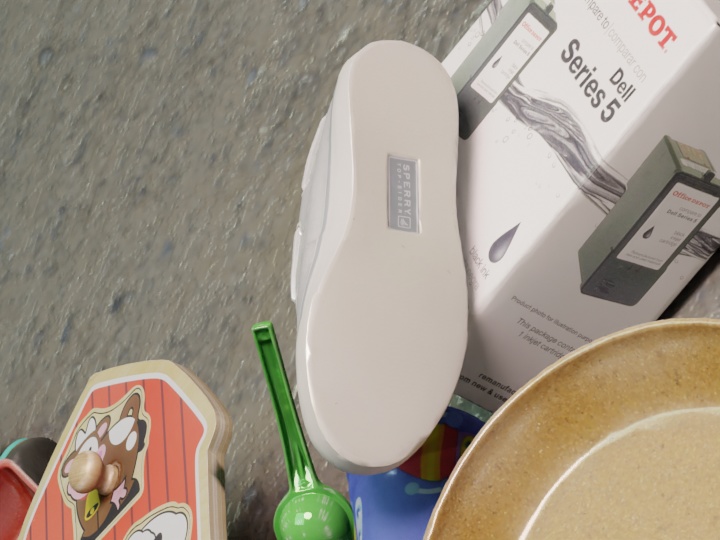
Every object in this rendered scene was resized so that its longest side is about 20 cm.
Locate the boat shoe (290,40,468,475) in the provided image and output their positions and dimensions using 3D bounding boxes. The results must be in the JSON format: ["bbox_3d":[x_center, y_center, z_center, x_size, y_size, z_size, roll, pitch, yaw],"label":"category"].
[{"bbox_3d":[0.000,0.000,1.265,0.069,0.072,0.201,127,146,-57],"label":"boat shoe"}]

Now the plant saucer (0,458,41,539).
[{"bbox_3d":[-0.158,0.227,1.437,0.200,0.037,0.200,40,100,34],"label":"plant saucer"}]

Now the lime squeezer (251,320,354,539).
[{"bbox_3d":[-0.025,0.126,1.285,0.038,0.071,0.201,-16,71,27],"label":"lime squeezer"}]

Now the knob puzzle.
[{"bbox_3d":[-0.123,0.122,1.356,0.220,0.030,0.220,-41,37,41],"label":"knob puzzle"}]

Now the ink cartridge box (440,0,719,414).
[{"bbox_3d":[0.094,-0.052,1.302,0.200,0.084,0.146,-51,35,17],"label":"ink cartridge box"}]

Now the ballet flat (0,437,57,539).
[{"bbox_3d":[-0.171,0.187,1.516,0.068,0.068,0.201,18,92,37],"label":"ballet flat"}]

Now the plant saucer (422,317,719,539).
[{"bbox_3d":[0.114,0.115,1.163,0.200,0.035,0.201,-20,51,26],"label":"plant saucer"}]

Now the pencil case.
[{"bbox_3d":[0.030,0.155,1.244,0.087,0.078,0.201,116,160,-52],"label":"pencil case"}]
